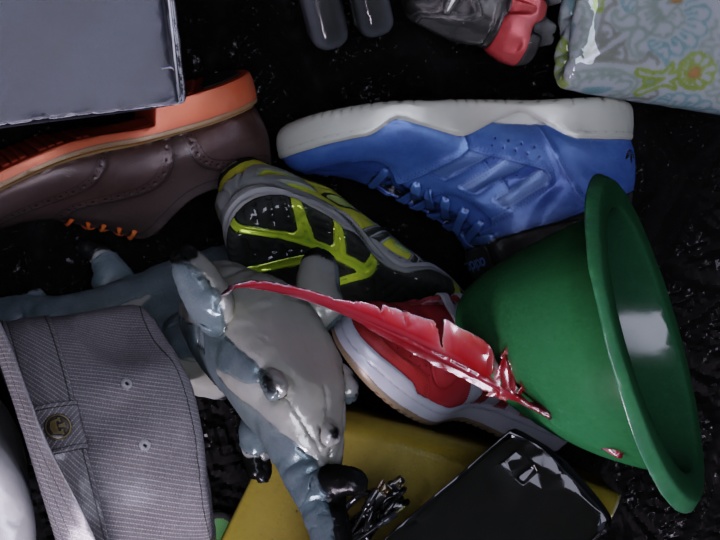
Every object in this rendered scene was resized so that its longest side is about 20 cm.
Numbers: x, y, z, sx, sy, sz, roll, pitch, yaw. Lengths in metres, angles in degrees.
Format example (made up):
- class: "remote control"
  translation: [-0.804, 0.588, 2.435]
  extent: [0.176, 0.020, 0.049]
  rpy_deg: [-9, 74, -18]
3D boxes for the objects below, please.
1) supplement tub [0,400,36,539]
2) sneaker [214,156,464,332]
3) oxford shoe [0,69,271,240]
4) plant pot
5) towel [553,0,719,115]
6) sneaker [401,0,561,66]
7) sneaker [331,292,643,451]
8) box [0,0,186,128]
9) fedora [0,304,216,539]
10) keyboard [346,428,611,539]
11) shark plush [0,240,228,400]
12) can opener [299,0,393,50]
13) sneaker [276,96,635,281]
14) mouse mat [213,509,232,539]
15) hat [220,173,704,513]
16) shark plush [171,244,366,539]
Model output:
- class: "supplement tub"
  translation: [-0.234, 0.120, 1.509]
  extent: [0.132, 0.200, 0.132]
  rpy_deg: [-1, 96, -8]
- class: "sneaker"
  translation: [0.000, 0.000, 1.585]
  extent: [0.075, 0.076, 0.200]
  rpy_deg: [-40, 128, 12]
- class: "oxford shoe"
  translation: [-0.142, -0.043, 1.572]
  extent: [0.199, 0.071, 0.073]
  rpy_deg: [-20, 103, -6]
- class: "plant pot"
  translation: [0.012, 0.167, 1.560]
  extent: [0.176, 0.200, 0.200]
  rpy_deg: [26, 89, 2]
- class: "towel"
  translation: [0.198, -0.187, 1.605]
  extent: [0.171, 0.048, 0.201]
  rpy_deg: [7, 89, -15]
- class: "sneaker"
  translation: [0.068, -0.215, 1.581]
  extent: [0.098, 0.071, 0.201]
  rpy_deg: [8, 96, -11]
- class: "sneaker"
  translation: [0.079, 0.030, 1.537]
  extent: [0.112, 0.071, 0.200]
  rpy_deg: [-42, 145, 23]
- class: "box"
  translation: [-0.162, -0.179, 1.488]
  extent: [0.124, 0.200, 0.197]
  rpy_deg: [-9, 97, -5]
- class: "fedora"
  translation: [-0.126, 0.086, 1.488]
  extent: [0.090, 0.177, 0.200]
  rpy_deg: [-18, 59, -7]
- class: "keyboard"
  translation: [0.021, 0.153, 1.460]
  extent: [0.200, 0.040, 0.104]
  rpy_deg: [-41, 101, 4]
- class: "shark plush"
  translation: [-0.140, 0.022, 1.599]
  extent: [0.199, 0.091, 0.084]
  rpy_deg: [-3, 72, 7]
- class: "can opener"
  translation: [-0.029, -0.223, 1.583]
  extent: [0.053, 0.067, 0.201]
  rpy_deg: [-16, 111, -6]
- class: "sneaker"
  translation: [0.055, -0.035, 1.595]
  extent: [0.199, 0.077, 0.112]
  rpy_deg: [-2, 87, -14]
- class: "mouse mat"
  translation: [-0.092, 0.255, 1.642]
  extent: [0.161, 0.008, 0.200]
  rpy_deg: [-31, 100, -4]
- class: "hat"
  translation: [0.061, 0.046, 1.470]
  extent: [0.176, 0.166, 0.200]
  rpy_deg: [-16, 108, 16]
- class: "shark plush"
  translation: [-0.034, 0.070, 1.450]
  extent: [0.091, 0.083, 0.200]
  rpy_deg: [-10, 55, -40]
